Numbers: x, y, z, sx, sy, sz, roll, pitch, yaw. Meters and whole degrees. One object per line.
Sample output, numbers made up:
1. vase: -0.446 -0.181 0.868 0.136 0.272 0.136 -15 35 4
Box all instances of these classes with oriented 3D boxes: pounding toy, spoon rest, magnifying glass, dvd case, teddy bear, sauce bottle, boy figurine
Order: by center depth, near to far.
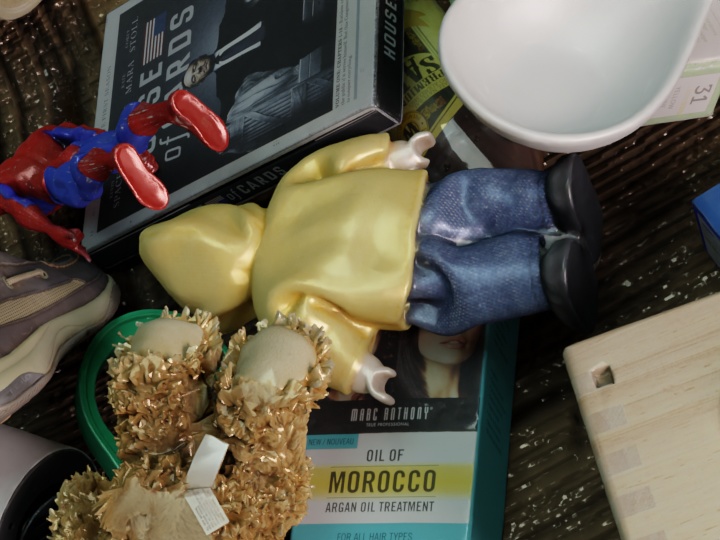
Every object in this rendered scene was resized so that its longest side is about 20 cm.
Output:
1. pounding toy: 0.178 0.047 0.707 0.183 0.200 0.143 -20 56 8
2. teddy bear: -0.064 0.111 0.776 0.144 0.067 0.201 -11 73 13
3. spoon rest: 0.119 -0.113 0.820 0.199 0.061 0.099 -31 60 -30
4. boy figurine: 0.000 0.000 0.822 0.199 0.064 0.125 -6 63 19
5. magnifying glass: -0.079 0.109 0.860 0.079 0.022 0.201 -3 60 -21
6. sauce bottle: 0.044 -0.068 0.904 0.066 0.066 0.200 -35 54 -2
7. dvd case: -0.058 -0.100 0.937 0.199 0.025 0.151 -23 52 36

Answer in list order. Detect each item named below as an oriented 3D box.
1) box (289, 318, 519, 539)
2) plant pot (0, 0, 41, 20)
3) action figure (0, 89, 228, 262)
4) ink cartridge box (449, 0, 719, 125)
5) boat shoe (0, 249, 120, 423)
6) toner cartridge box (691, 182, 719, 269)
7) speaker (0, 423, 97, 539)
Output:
1. box: 0.018 0.095 0.829 0.082 0.049 0.201 -3 61 18
2. plant pot: -0.260 -0.216 1.048 0.199 0.188 0.188 23 71 15
3. action figure: -0.132 -0.045 0.918 0.066 0.052 0.200 -51 24 -22
4. ink cartridge box: 0.144 -0.139 0.912 0.199 0.048 0.146 -8 54 -18
5. boat shoe: -0.163 0.018 0.864 0.074 0.200 0.073 -36 98 12
6. toner cartridge box: 0.252 -0.041 0.826 0.199 0.043 0.095 -32 57 0
7. speaker: -0.221 0.095 0.898 0.199 0.081 0.082 14 67 26
